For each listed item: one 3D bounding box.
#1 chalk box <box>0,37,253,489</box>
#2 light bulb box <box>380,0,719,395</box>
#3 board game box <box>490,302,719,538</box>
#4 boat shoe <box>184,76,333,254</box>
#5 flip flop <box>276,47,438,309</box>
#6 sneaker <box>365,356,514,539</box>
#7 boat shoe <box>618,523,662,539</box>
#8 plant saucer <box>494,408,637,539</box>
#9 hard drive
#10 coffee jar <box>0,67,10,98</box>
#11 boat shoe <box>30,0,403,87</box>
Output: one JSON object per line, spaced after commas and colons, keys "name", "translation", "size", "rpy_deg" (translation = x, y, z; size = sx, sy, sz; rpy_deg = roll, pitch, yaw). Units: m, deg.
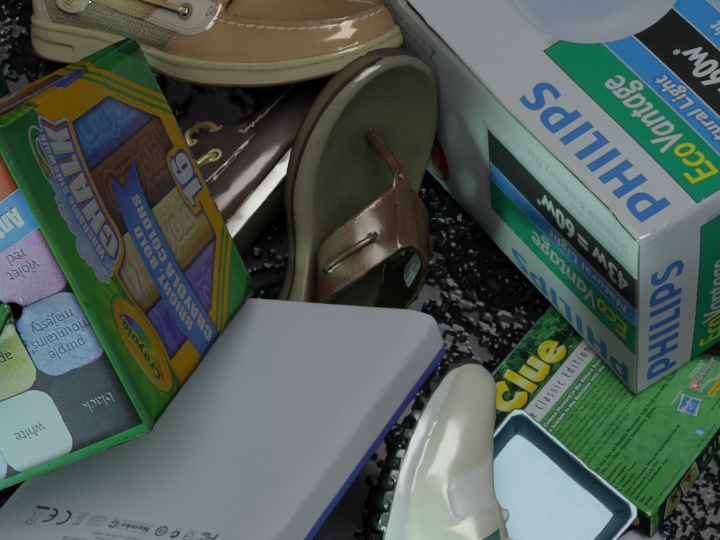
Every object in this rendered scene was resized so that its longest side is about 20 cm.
{"name": "chalk box", "translation": [-0.140, 0.008, 0.715], "size": [0.124, 0.200, 0.124], "rpy_deg": [-22, 102, 17]}
{"name": "light bulb box", "translation": [0.145, -0.087, 0.864], "size": [0.200, 0.125, 0.198], "rpy_deg": [-32, 57, -14]}
{"name": "board game box", "translation": [0.147, 0.024, 0.875], "size": [0.105, 0.023, 0.200], "rpy_deg": [31, 62, 26]}
{"name": "boat shoe", "translation": [-0.072, -0.033, 0.885], "size": [0.060, 0.072, 0.200], "rpy_deg": [37, 78, 5]}
{"name": "flip flop", "translation": [0.000, 0.000, 0.841], "size": [0.058, 0.081, 0.200], "rpy_deg": [23, 100, 41]}
{"name": "sneaker", "translation": [0.044, 0.138, 0.755], "size": [0.093, 0.070, 0.200], "rpy_deg": [14, 81, -1]}
{"name": "boat shoe", "translation": [0.036, 0.139, 0.839], "size": [0.200, 0.072, 0.068], "rpy_deg": [-21, 76, -3]}
{"name": "plant saucer", "translation": [0.027, 0.154, 0.791], "size": [0.070, 0.019, 0.200], "rpy_deg": [40, 84, 10]}
{"name": "hard drive", "translation": [-0.068, 0.083, 0.745], "size": [0.132, 0.025, 0.200], "rpy_deg": [3, 38, 34]}
{"name": "coffee jar", "translation": [-0.242, -0.148, 0.901], "size": [0.104, 0.085, 0.200], "rpy_deg": [-18, 74, -2]}
{"name": "boat shoe", "translation": [-0.074, -0.126, 0.871], "size": [0.200, 0.071, 0.065], "rpy_deg": [8, 113, 27]}
